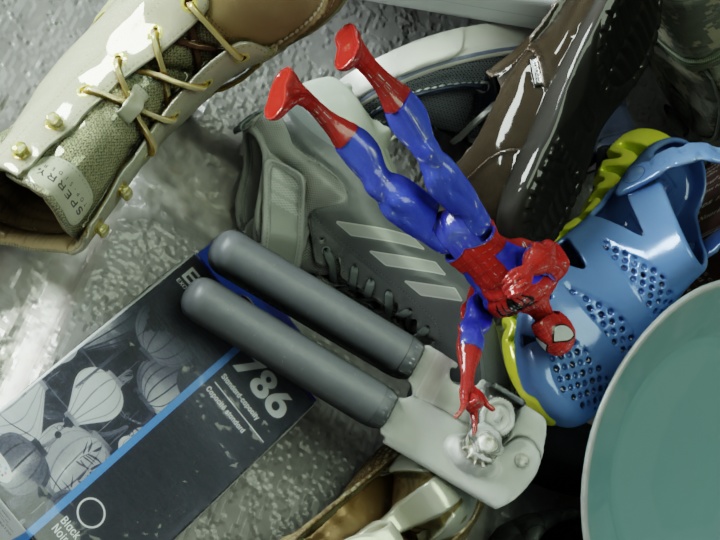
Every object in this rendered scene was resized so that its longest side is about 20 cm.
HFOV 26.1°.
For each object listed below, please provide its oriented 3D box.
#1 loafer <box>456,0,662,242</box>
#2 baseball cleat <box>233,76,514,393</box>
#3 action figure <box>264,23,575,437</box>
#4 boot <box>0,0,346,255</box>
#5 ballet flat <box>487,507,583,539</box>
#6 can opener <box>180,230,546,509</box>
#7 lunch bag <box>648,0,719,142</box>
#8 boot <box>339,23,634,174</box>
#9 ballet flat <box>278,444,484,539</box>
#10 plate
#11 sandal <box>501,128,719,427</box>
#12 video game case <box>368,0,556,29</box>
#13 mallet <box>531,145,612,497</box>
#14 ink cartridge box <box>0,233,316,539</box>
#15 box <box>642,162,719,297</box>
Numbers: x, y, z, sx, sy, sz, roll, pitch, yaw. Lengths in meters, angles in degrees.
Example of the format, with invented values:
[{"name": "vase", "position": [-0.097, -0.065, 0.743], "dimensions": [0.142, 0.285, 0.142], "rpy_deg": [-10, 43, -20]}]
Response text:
[{"name": "loafer", "position": [0.101, -0.107, 0.831], "dimensions": [0.201, 0.071, 0.073], "rpy_deg": [-61, 147, -20]}, {"name": "baseball cleat", "position": [0.000, 0.000, 0.822], "dimensions": [0.106, 0.070, 0.201], "rpy_deg": [-31, 87, -22]}, {"name": "action figure", "position": [0.039, -0.008, 0.710], "dimensions": [0.200, 0.065, 0.100], "rpy_deg": [43, 32, -30]}, {"name": "boot", "position": [-0.095, -0.084, 0.707], "dimensions": [0.072, 0.199, 0.155], "rpy_deg": [48, 55, -21]}, {"name": "ballet flat", "position": [0.152, 0.156, 0.850], "dimensions": [0.198, 0.057, 0.067], "rpy_deg": [-3, 74, -33]}, {"name": "can opener", "position": [0.004, 0.051, 0.759], "dimensions": [0.199, 0.066, 0.053], "rpy_deg": [32, 78, -13]}, {"name": "lunch bag", "position": [0.255, -0.190, 0.956], "dimensions": [0.199, 0.168, 0.140], "rpy_deg": [-37, 49, -1]}, {"name": "boot", "position": [0.082, -0.090, 0.895], "dimensions": [0.199, 0.073, 0.091], "rpy_deg": [-15, 82, -33]}, {"name": "ballet flat", "position": [0.014, 0.131, 0.769], "dimensions": [0.200, 0.065, 0.071], "rpy_deg": [-38, 92, -37]}, {"name": "plate", "position": [0.183, 0.103, 0.828], "dimensions": [0.199, 0.025, 0.202], "rpy_deg": [-7, 102, -35]}, {"name": "sandal", "position": [0.144, -0.004, 0.821], "dimensions": [0.080, 0.087, 0.201], "rpy_deg": [45, 61, -26]}, {"name": "video game case", "position": [0.040, -0.212, 0.906], "dimensions": [0.198, 0.024, 0.183], "rpy_deg": [4, 46, -31]}, {"name": "mallet", "position": [0.118, 0.025, 0.870], "dimensions": [0.065, 0.041, 0.202], "rpy_deg": [11, 78, -29]}, {"name": "ink cartridge box", "position": [-0.095, 0.065, 0.746], "dimensions": [0.100, 0.039, 0.200], "rpy_deg": [50, 53, -4]}, {"name": "box", "position": [0.295, -0.012, 0.939], "dimensions": [0.166, 0.164, 0.200], "rpy_deg": [49, 54, -5]}]
